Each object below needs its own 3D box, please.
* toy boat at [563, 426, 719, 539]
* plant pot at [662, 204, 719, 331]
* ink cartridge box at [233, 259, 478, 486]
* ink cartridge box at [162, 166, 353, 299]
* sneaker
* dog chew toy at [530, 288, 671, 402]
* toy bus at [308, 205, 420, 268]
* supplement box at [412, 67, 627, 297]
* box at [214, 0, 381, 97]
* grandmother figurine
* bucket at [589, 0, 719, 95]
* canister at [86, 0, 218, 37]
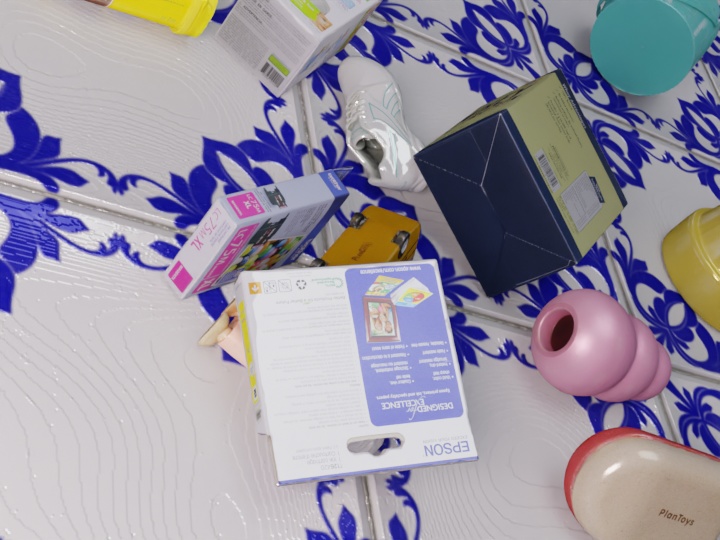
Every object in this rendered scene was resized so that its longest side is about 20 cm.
[{"bbox_3d":[0.308,0.233,1.280,0.199,0.131,0.131,21,13,-27],"label":"toy boat"},{"bbox_3d":[0.576,-0.033,1.684,0.200,0.189,0.202,24,42,-23],"label":"plant pot"},{"bbox_3d":[-0.005,0.092,1.068,0.196,0.047,0.201,-3,71,-20],"label":"ink cartridge box"},{"bbox_3d":[-0.091,-0.041,1.153,0.042,0.119,0.200,52,39,12],"label":"ink cartridge box"},{"bbox_3d":[0.015,-0.184,1.420,0.080,0.070,0.201,-6,60,-41],"label":"sneaker"},{"bbox_3d":[0.295,0.099,1.375,0.199,0.124,0.125,23,42,-36],"label":"dog chew toy"},{"bbox_3d":[0.000,0.000,1.218,0.065,0.079,0.200,22,35,12],"label":"toy bus"},{"bbox_3d":[0.202,-0.110,1.423,0.200,0.134,0.201,-39,103,-52],"label":"supplement box"},{"bbox_3d":[-0.071,-0.318,1.437,0.112,0.101,0.200,44,38,-1],"label":"box"},{"bbox_3d":[-0.054,0.103,1.110,0.200,0.061,0.121,43,65,-6],"label":"grandmother figurine"},{"bbox_3d":[0.487,-0.402,1.939,0.207,0.207,0.135,42,43,-3],"label":"bucket"},{"bbox_3d":[-0.271,-0.357,1.310,0.199,0.087,0.149,12,48,-33],"label":"canister"}]
